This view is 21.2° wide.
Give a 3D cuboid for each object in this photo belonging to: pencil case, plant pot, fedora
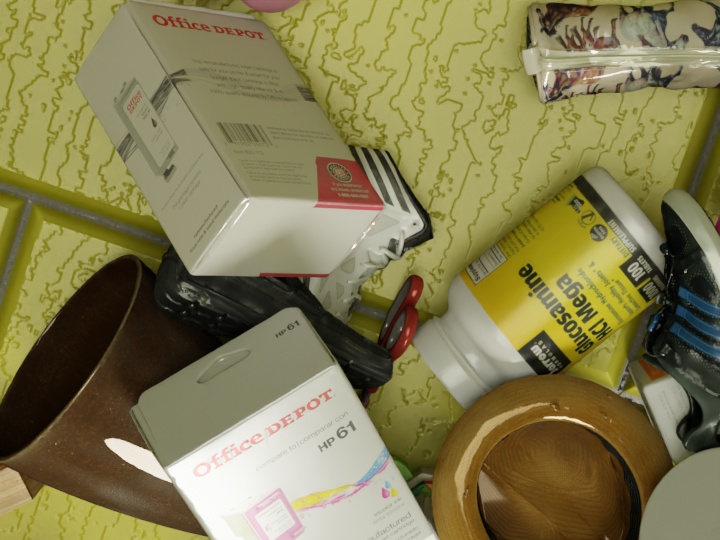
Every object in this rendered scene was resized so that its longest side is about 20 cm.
[{"bbox_3d":[0.222,-0.170,1.479,0.200,0.089,0.078,-2,98,2],"label":"pencil case"},{"bbox_3d":[-0.152,0.121,1.492,0.200,0.187,0.187,38,97,-21],"label":"plant pot"},{"bbox_3d":[0.145,0.170,1.487,0.200,0.082,0.201,-1,99,-7],"label":"fedora"}]

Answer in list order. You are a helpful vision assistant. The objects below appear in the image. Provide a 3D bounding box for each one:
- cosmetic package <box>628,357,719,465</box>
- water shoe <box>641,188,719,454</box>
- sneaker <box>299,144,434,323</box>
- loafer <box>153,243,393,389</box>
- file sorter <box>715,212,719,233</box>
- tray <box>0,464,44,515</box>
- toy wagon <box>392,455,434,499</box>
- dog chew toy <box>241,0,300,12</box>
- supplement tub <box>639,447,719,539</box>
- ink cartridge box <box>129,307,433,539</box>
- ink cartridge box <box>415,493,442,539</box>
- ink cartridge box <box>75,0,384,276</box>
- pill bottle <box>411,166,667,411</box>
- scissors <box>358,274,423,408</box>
[{"bbox_3d":[0.318,0.074,1.505,0.200,0.101,0.071,-23,97,3],"label":"cosmetic package"},{"bbox_3d":[0.242,0.041,1.414,0.079,0.072,0.200,-19,97,2],"label":"water shoe"},{"bbox_3d":[0.000,0.000,1.511,0.115,0.076,0.201,0,95,3],"label":"sneaker"},{"bbox_3d":[-0.059,0.029,1.443,0.200,0.068,0.070,26,62,-21],"label":"loafer"},{"bbox_3d":[0.375,-0.097,1.439,0.125,0.139,0.200,23,99,32],"label":"file sorter"},{"bbox_3d":[-0.348,0.198,1.532,0.200,0.099,0.037,-26,96,4],"label":"tray"},{"bbox_3d":[0.054,0.223,1.560,0.155,0.040,0.200,-36,96,5],"label":"toy wagon"},{"bbox_3d":[-0.119,-0.263,1.459,0.200,0.125,0.125,27,97,-10],"label":"dog chew toy"},{"bbox_3d":[0.314,0.222,1.458,0.132,0.132,0.200,-50,136,7],"label":"supplement tub"},{"bbox_3d":[-0.055,0.146,1.405,0.144,0.085,0.200,-32,127,-4],"label":"ink cartridge box"},{"bbox_3d":[0.004,0.289,1.508,0.200,0.083,0.147,-31,95,5],"label":"ink cartridge box"},{"bbox_3d":[-0.097,-0.096,1.415,0.083,0.146,0.200,-50,58,30],"label":"ink cartridge box"},{"bbox_3d":[0.142,0.021,1.494,0.200,0.112,0.112,-40,96,6],"label":"pill bottle"},{"bbox_3d":[0.007,0.092,1.549,0.014,0.073,0.200,18,122,-12],"label":"scissors"}]
